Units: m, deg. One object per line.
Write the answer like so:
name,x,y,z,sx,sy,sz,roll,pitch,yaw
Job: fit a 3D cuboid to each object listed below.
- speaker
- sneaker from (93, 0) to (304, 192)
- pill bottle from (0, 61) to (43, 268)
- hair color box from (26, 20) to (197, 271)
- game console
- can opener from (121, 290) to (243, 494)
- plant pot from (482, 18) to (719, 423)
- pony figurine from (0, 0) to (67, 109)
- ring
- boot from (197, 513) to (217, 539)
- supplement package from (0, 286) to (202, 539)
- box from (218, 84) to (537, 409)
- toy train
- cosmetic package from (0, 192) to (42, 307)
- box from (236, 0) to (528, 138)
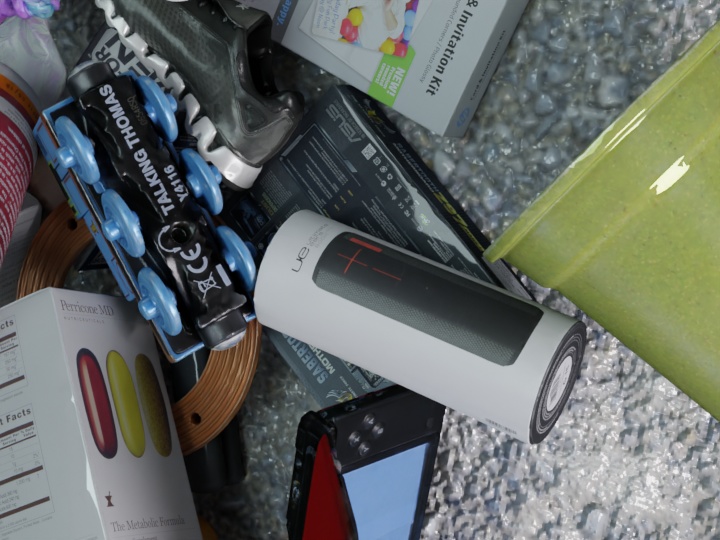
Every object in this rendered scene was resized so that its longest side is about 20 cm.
speaker,0.034,0.032,0.861,0.198,0.081,0.082,23,103,23
sneaker,-0.104,-0.157,0.917,0.090,0.066,0.201,-37,84,19
pill bottle,-0.280,-0.039,0.900,0.112,0.113,0.202,-16,46,26
hair color box,-0.169,-0.106,1.018,0.100,0.060,0.201,44,111,16
game console,0.009,0.191,0.853,0.118,0.171,0.202,33,124,39
can opener,-0.132,0.060,1.013,0.066,0.053,0.203,-6,92,23
plant pot,0.203,-0.013,0.784,0.184,0.200,0.200,46,111,4
pony figurine,-0.258,-0.205,0.983,0.166,0.201,0.193,34,122,-26
ring,-0.157,0.035,0.983,0.198,0.019,0.203,1,94,22
boot,-0.180,0.121,1.033,0.199,0.071,0.146,17,101,29
supplement package,-0.191,0.126,0.918,0.109,0.113,0.202,-21,76,22
box,0.000,0.000,0.946,0.158,0.051,0.201,-45,75,21
toy train,-0.136,-0.037,0.901,0.201,0.086,0.114,61,160,-3
cosmetic package,-0.305,0.024,1.055,0.101,0.074,0.202,30,126,24
box,0.015,-0.203,0.932,0.199,0.041,0.157,32,107,20
